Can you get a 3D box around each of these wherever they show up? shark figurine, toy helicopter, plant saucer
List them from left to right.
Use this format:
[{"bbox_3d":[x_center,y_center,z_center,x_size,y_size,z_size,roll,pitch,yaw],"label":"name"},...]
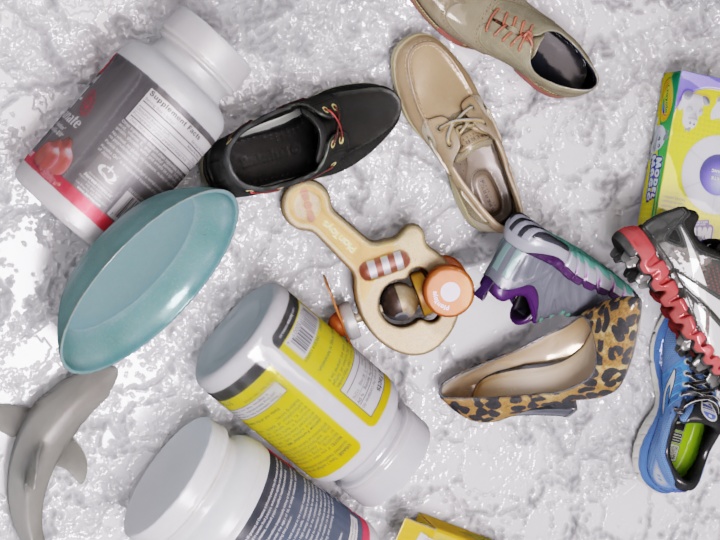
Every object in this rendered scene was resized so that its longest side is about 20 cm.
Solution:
[{"bbox_3d":[-0.273,0.193,1.339,0.127,0.089,0.217,1,97,-15],"label":"shark figurine"},{"bbox_3d":[-0.185,0.000,1.297,0.036,0.200,0.200,41,85,16],"label":"plant saucer"},{"bbox_3d":[0.000,0.000,1.406,0.200,0.079,0.132,43,95,-8],"label":"toy helicopter"}]

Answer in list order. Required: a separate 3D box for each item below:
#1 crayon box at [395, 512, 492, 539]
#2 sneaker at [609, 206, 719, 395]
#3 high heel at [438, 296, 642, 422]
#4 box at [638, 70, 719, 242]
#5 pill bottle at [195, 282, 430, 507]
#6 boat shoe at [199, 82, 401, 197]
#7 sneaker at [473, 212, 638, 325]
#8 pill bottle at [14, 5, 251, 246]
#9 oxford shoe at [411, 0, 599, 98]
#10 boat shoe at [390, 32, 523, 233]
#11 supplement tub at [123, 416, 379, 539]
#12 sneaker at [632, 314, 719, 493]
[{"bbox_3d":[0.096,0.316,1.488,0.199,0.052,0.127,24,92,-20],"label":"crayon box"},{"bbox_3d":[0.317,0.026,1.425,0.098,0.071,0.201,-35,101,0],"label":"sneaker"},{"bbox_3d":[0.163,0.081,1.409,0.141,0.200,0.072,4,55,-21],"label":"high heel"},{"bbox_3d":[0.330,-0.080,1.478,0.116,0.048,0.202,9,93,-11],"label":"box"},{"bbox_3d":[-0.039,0.114,1.380,0.200,0.114,0.114,42,86,-18],"label":"pill bottle"},{"bbox_3d":[-0.042,-0.114,1.353,0.200,0.063,0.074,-23,98,-27],"label":"boat shoe"},{"bbox_3d":[0.179,0.018,1.436,0.199,0.074,0.088,28,100,-43],"label":"sneaker"},{"bbox_3d":[-0.185,-0.119,1.297,0.111,0.111,0.200,42,86,-19],"label":"pill bottle"},{"bbox_3d":[0.134,-0.220,1.394,0.199,0.075,0.071,26,92,-19],"label":"oxford shoe"},{"bbox_3d":[0.095,-0.124,1.404,0.071,0.064,0.201,-33,107,-9],"label":"boat shoe"},{"bbox_3d":[-0.093,0.235,1.370,0.200,0.140,0.141,39,87,-19],"label":"supplement tub"},{"bbox_3d":[0.324,0.120,1.501,0.078,0.089,0.202,9,91,-18],"label":"sneaker"}]
